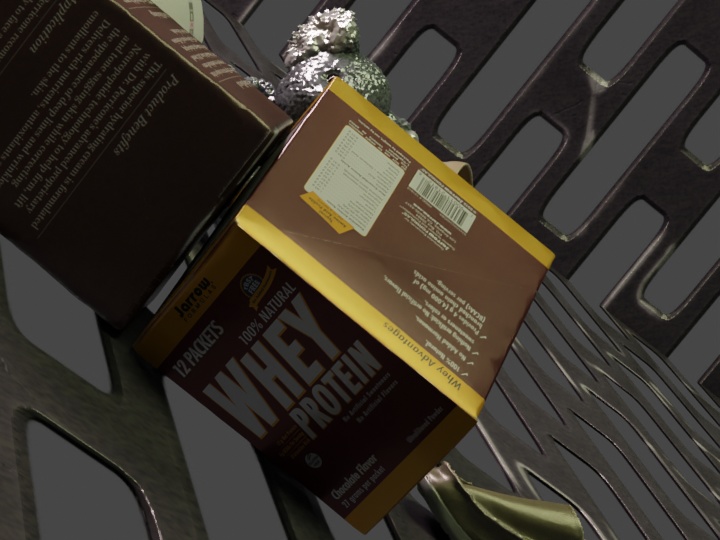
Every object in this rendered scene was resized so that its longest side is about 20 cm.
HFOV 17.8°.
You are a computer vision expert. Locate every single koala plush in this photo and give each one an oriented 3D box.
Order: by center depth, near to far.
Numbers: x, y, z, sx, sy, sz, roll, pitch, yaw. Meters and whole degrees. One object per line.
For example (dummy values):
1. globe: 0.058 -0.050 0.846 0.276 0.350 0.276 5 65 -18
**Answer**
1. koala plush: -0.059 -0.124 1.986 0.178 0.199 0.184 57 -12 -7

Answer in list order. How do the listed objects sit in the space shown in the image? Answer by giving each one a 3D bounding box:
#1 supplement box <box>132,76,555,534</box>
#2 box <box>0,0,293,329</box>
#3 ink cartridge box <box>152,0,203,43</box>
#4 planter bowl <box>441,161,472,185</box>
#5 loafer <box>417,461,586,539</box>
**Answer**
1. supplement box: -0.007 0.020 1.502 0.197 0.133 0.200 39 36 -5
2. box: -0.175 -0.095 1.513 0.200 0.166 0.164 39 7 -2
3. ink cartridge box: -0.150 -0.199 1.665 0.057 0.201 0.162 26 13 11
4. planter bowl: 0.000 0.000 1.820 0.133 0.202 0.200 13 3 11
5. loafer: 0.122 0.189 1.669 0.199 0.070 0.075 36 9 -28
